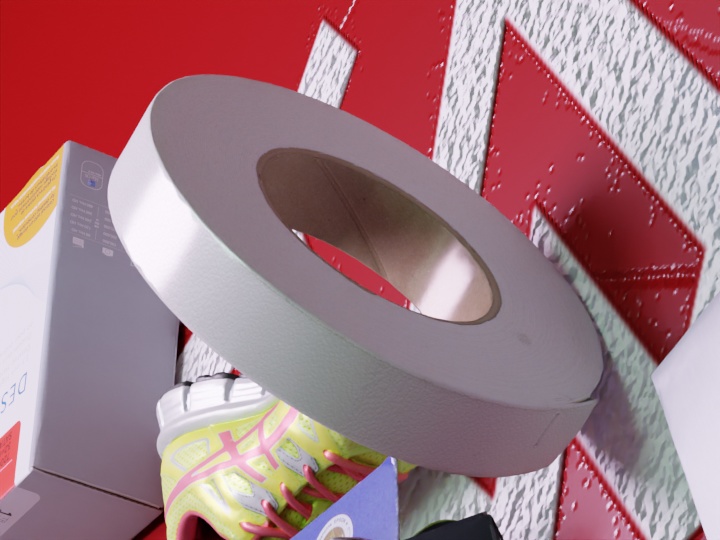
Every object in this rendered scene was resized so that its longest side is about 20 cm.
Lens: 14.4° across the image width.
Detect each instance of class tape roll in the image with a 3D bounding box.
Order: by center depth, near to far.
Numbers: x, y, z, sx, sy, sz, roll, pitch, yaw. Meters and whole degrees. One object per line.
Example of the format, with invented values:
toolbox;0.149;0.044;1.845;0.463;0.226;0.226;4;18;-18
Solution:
tape roll;0.000;0.000;1.072;0.037;0.202;0.203;-56;28;22

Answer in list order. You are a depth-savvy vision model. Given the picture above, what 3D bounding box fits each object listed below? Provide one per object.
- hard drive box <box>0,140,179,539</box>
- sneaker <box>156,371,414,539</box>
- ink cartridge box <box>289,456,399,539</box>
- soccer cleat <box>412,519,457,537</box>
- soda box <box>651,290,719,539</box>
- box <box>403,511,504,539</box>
hard drive box;-0.163;0.061;1.480;0.156;0.076;0.201;-42;37;44
sneaker;-0.018;0.085;1.183;0.200;0.078;0.091;-23;55;54
ink cartridge box;-0.055;0.189;1.064;0.196;0.043;0.201;-42;37;35
soccer cleat;0.005;0.193;1.084;0.081;0.067;0.201;29;91;37
soda box;0.152;0.084;0.867;0.068;0.063;0.201;-52;30;29
box;0.060;0.195;0.833;0.049;0.201;0.162;-20;43;5
